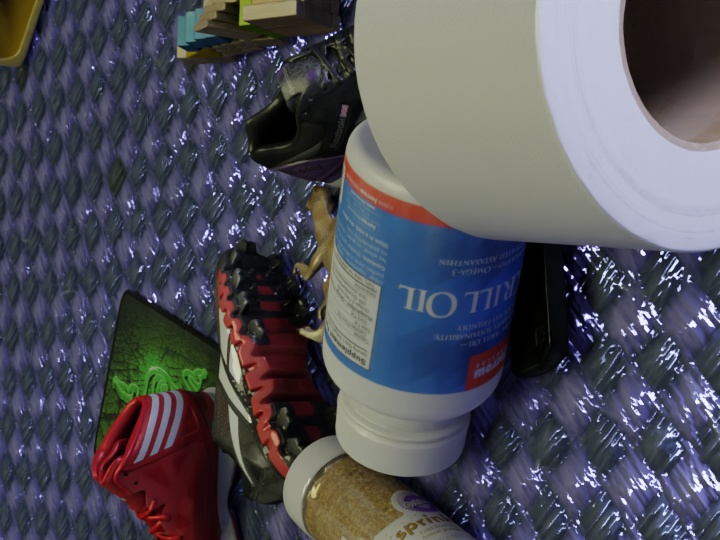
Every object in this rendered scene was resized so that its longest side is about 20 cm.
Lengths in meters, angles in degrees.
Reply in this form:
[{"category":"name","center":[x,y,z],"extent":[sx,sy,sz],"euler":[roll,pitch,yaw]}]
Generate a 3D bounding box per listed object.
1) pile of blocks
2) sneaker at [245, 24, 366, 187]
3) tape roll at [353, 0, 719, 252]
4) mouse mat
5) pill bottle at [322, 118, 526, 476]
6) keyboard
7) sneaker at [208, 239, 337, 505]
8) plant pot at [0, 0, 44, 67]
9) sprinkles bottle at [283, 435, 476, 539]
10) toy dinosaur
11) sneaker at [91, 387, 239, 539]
[{"category":"pile of blocks","center":[-0.091,-0.200,1.166],"extent":[0.199,0.081,0.063],"euler":[-5,82,55]},{"category":"sneaker","center":[-0.004,-0.124,1.029],"extent":[0.200,0.087,0.076],"euler":[-48,49,40]},{"category":"tape roll","center":[0.115,-0.112,0.764],"extent":[0.139,0.201,0.205],"euler":[6,91,55]},{"category":"mouse mat","center":[-0.169,0.116,1.304],"extent":[0.199,0.007,0.163],"euler":[24,106,52]},{"category":"pill bottle","center":[0.036,0.016,0.921],"extent":[0.112,0.111,0.202],"euler":[46,139,46]},{"category":"keyboard","center":[0.113,-0.042,0.914],"extent":[0.104,0.039,0.202],"euler":[142,126,-74]},{"category":"sneaker","center":[-0.073,0.077,1.117],"extent":[0.098,0.070,0.202],"euler":[-45,53,39]},{"category":"plant pot","center":[-0.415,-0.353,1.562],"extent":[0.195,0.194,0.201],"euler":[-63,32,28]},{"category":"sprinkles bottle","center":[0.028,0.173,0.966],"extent":[0.200,0.068,0.069],"euler":[33,112,51]},{"category":"toy dinosaur","center":[0.000,0.000,1.035],"extent":[0.200,0.058,0.102],"euler":[30,109,52]},{"category":"sneaker","center":[-0.153,0.188,1.174],"extent":[0.078,0.115,0.202],"euler":[-12,77,50]}]
